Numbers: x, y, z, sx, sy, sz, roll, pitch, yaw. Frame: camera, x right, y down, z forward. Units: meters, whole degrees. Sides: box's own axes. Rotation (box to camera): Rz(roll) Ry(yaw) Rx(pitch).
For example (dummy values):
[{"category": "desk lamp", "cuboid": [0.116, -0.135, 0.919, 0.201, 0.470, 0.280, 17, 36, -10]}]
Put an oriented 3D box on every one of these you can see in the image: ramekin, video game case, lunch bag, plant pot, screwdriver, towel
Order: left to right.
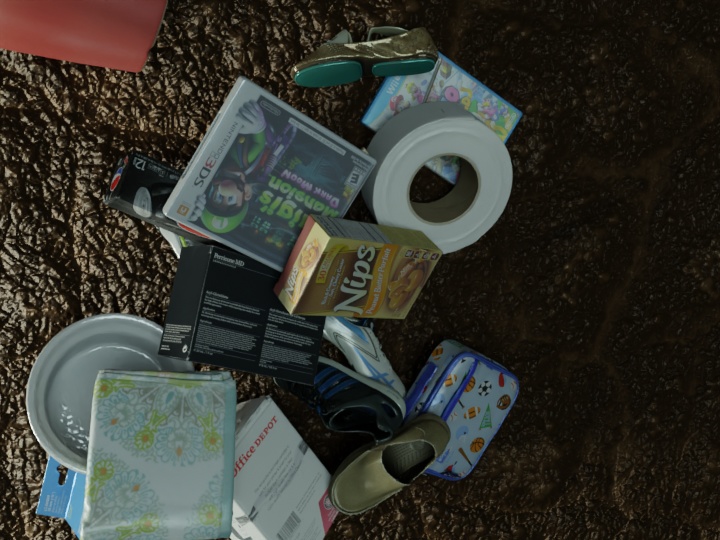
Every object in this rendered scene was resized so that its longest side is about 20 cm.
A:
[{"category": "plant pot", "cuboid": [-0.323, -0.326, 0.876, 0.177, 0.200, 0.201, 16, 95, -26]}, {"category": "ramekin", "cuboid": [-0.315, 0.163, 0.966, 0.200, 0.098, 0.201, 7, 70, -18]}, {"category": "towel", "cuboid": [-0.234, 0.215, 0.900, 0.171, 0.048, 0.201, 4, 70, -17]}, {"category": "video game case", "cuboid": [-0.104, -0.102, 0.907, 0.200, 0.023, 0.182, 27, 100, -31]}, {"category": "screwdriver", "cuboid": [0.071, -0.197, 1.042, 0.029, 0.028, 0.200, -1, 120, -34]}, {"category": "video game case", "cuboid": [0.117, -0.218, 1.083, 0.200, 0.018, 0.143, 31, 92, -16]}, {"category": "lunch bag", "cuboid": [0.129, 0.209, 1.107, 0.160, 0.076, 0.200, 29, 92, -35]}]

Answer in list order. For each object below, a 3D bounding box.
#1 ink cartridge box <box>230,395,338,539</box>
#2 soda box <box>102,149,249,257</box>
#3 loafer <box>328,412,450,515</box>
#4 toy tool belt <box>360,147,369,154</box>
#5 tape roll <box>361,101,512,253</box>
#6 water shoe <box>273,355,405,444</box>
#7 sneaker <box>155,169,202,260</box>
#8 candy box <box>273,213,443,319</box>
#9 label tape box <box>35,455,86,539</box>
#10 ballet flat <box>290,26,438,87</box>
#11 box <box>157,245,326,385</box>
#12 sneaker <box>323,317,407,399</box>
[{"category": "ink cartridge box", "cuboid": [-0.130, 0.296, 1.040, 0.200, 0.085, 0.146, 57, 42, -17]}, {"category": "soda box", "cuboid": [-0.207, -0.075, 0.937, 0.200, 0.071, 0.064, 24, 76, -30]}, {"category": "loafer", "cuboid": [0.032, 0.265, 1.025, 0.200, 0.067, 0.076, -41, 88, 12]}, {"category": "toy tool belt", "cuboid": [-0.092, -0.149, 0.982, 0.200, 0.125, 0.123, 30, 112, -10]}, {"category": "tape roll", "cuboid": [0.103, -0.124, 1.035, 0.202, 0.071, 0.203, -7, 121, -12]}, {"category": "water shoe", "cuboid": [-0.038, 0.173, 1.038, 0.199, 0.079, 0.072, 14, 123, 16]}, {"category": "sneaker", "cuboid": [-0.213, -0.045, 1.005, 0.081, 0.074, 0.200, -35, 107, -10]}, {"category": "candy box", "cuboid": [0.000, 0.000, 0.967, 0.200, 0.055, 0.116, 5, 122, -43]}, {"category": "label tape box", "cuboid": [-0.330, 0.296, 1.036, 0.199, 0.063, 0.145, 13, 95, -16]}, {"category": "ballet flat", "cuboid": [0.003, -0.292, 1.021, 0.199, 0.071, 0.066, -6, 77, -5]}, {"category": "box", "cuboid": [-0.143, 0.061, 0.978, 0.200, 0.079, 0.142, 20, 78, -42]}, {"category": "sneaker", "cuboid": [0.008, 0.113, 1.084, 0.072, 0.072, 0.200, -40, 107, 2]}]
